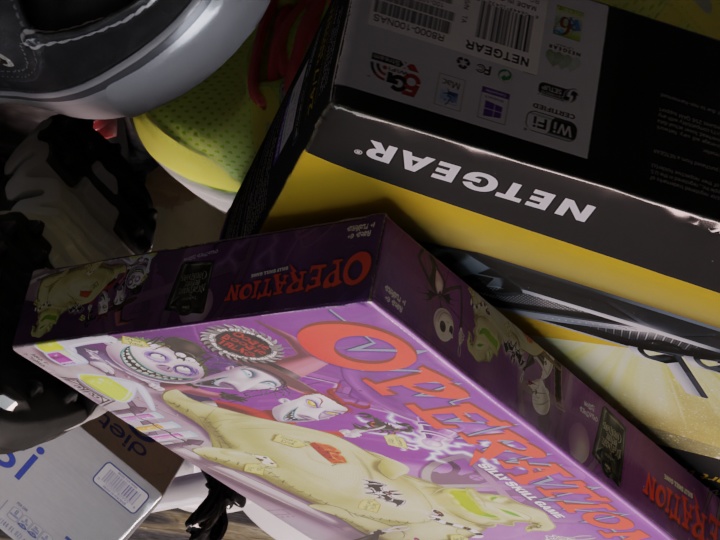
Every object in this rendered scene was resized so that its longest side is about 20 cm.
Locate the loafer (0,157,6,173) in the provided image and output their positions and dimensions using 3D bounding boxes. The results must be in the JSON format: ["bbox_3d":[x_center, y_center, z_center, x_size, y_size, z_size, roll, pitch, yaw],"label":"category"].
[{"bbox_3d":[-0.154,-0.033,0.752,0.073,0.071,0.200,42,-174,-1],"label":"loafer"}]

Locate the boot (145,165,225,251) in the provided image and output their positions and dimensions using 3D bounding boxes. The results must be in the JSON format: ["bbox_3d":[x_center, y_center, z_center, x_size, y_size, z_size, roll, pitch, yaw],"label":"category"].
[{"bbox_3d":[0.000,-0.001,0.816,0.144,0.071,0.201,20,157,-35],"label":"boot"}]

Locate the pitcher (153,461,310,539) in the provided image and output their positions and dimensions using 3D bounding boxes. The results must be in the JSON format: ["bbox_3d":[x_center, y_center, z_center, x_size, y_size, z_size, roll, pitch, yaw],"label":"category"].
[{"bbox_3d":[-0.041,0.094,1.044,0.171,0.122,0.200,-24,-168,-35],"label":"pitcher"}]

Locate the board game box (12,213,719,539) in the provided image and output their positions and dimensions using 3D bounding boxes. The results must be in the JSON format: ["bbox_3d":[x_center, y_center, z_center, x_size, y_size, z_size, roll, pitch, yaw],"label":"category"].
[{"bbox_3d":[0.014,0.049,0.578,0.120,0.032,0.200,-13,145,34],"label":"board game box"}]

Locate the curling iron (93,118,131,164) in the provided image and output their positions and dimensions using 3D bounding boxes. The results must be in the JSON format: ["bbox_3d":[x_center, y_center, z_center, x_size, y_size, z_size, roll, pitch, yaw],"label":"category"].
[{"bbox_3d":[-0.088,-0.057,0.740,0.049,0.026,0.200,13,165,-5],"label":"curling iron"}]

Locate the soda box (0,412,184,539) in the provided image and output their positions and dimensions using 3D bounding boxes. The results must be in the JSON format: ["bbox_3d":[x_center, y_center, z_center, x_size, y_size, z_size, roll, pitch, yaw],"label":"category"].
[{"bbox_3d":[-0.162,0.032,0.837,0.200,0.063,0.068,41,-156,-5],"label":"soda box"}]

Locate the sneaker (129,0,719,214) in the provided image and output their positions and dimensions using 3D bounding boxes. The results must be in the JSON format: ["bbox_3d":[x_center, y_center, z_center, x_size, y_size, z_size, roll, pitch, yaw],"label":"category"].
[{"bbox_3d":[0.012,-0.067,0.582,0.200,0.078,0.090,-5,150,29],"label":"sneaker"}]

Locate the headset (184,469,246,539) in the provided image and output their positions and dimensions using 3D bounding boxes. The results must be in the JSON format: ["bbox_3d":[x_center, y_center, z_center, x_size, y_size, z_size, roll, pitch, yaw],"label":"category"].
[{"bbox_3d":[-0.134,0.042,0.904,0.200,0.094,0.124,35,125,-13],"label":"headset"}]

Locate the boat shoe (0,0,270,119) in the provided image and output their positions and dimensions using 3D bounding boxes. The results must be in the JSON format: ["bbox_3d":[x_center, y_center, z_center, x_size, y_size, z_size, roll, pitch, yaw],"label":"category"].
[{"bbox_3d":[-0.106,-0.085,0.586,0.066,0.070,0.200,20,169,-42],"label":"boat shoe"}]

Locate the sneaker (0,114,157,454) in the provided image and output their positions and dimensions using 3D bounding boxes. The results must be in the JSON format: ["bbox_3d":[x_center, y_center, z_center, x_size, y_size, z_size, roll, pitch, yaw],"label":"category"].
[{"bbox_3d":[-0.114,0.019,0.639,0.066,0.090,0.200,47,-166,-15],"label":"sneaker"}]

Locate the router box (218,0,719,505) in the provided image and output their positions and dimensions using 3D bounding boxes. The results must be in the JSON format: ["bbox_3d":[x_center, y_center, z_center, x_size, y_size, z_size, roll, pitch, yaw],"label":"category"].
[{"bbox_3d":[0.069,0.000,0.548,0.199,0.052,0.157,16,153,-9],"label":"router box"}]
